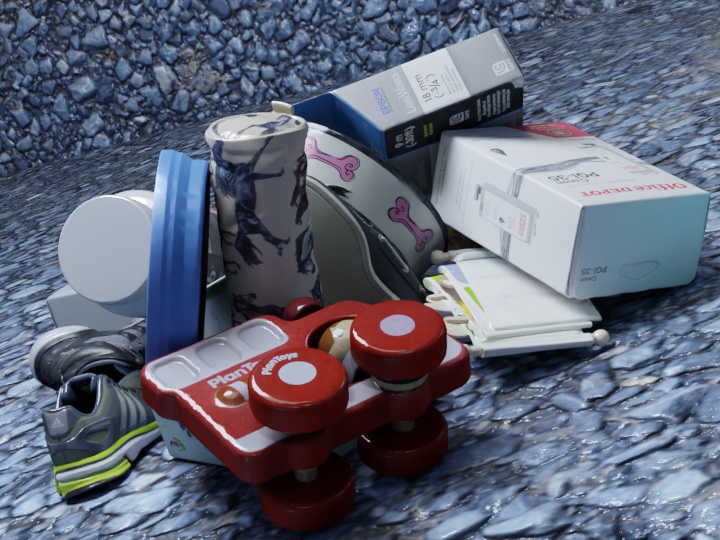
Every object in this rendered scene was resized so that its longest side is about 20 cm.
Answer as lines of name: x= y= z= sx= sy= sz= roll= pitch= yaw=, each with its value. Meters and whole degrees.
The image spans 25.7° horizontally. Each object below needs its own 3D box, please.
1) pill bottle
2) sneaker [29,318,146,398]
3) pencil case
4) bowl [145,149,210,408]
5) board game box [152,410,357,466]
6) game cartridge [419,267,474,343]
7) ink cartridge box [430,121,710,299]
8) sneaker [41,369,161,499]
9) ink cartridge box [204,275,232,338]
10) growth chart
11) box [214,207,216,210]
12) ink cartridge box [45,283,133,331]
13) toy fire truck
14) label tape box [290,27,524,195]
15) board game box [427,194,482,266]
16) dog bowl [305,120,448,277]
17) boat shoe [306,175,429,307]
pill bottle: x=-0.190 y=-0.013 z=1.444 sx=0.116 sy=0.116 sz=0.200 roll=-15 pitch=-7 yaw=15
sneaker: x=-0.211 y=0.089 z=1.524 sx=0.200 sy=0.076 sz=0.114 roll=-13 pitch=24 yaw=-21
pencil case: x=-0.067 y=-0.025 z=1.215 sx=0.078 sy=0.200 sz=0.089 roll=0 pitch=16 yaw=26
bowl: x=-0.139 y=0.008 z=1.219 sx=0.039 sy=0.201 sz=0.201 roll=3 pitch=12 yaw=-5
board game box: x=-0.055 y=0.101 z=1.263 sx=0.147 sy=0.064 sz=0.200 roll=-29 pitch=17 yaw=-34
game cartridge: x=0.090 y=0.028 z=1.419 sx=0.200 sy=0.041 sz=0.133 roll=-9 pitch=13 yaw=38
ink cartridge box: x=0.176 y=-0.056 z=1.342 sx=0.146 sy=0.083 sz=0.200 roll=-7 pitch=25 yaw=-32
sneaker: x=-0.217 y=0.120 z=1.365 sx=0.074 sy=0.081 sz=0.200 roll=-15 pitch=13 yaw=13
ink cartridge box: x=-0.106 y=0.032 z=1.386 sx=0.104 sy=0.059 sz=0.200 roll=-29 pitch=1 yaw=-33
growth chart: x=0.121 y=0.020 z=1.291 sx=0.145 sy=0.018 sz=0.200 roll=-2 pitch=25 yaw=-6
box: x=-0.130 y=-0.015 z=1.621 sx=0.200 sy=0.051 sz=0.158 roll=-32 pitch=-19 yaw=21
ink cartridge box: x=-0.236 y=0.021 z=1.792 sx=0.146 sy=0.083 sz=0.200 roll=-13 pitch=14 yaw=26
toy fire truck: x=-0.034 y=0.075 z=1.105 sx=0.200 sy=0.112 sz=0.168 roll=-25 pitch=40 yaw=-28
label tape box: x=0.045 y=-0.123 z=1.416 sx=0.200 sy=0.063 sz=0.144 roll=-22 pitch=-26 yaw=-5
board game box: x=0.075 y=-0.071 z=1.554 sx=0.200 sy=0.105 sz=0.103 roll=11 pitch=23 yaw=20
dog bowl: x=-0.024 y=-0.044 z=1.410 sx=0.200 sy=0.200 sz=0.074 roll=1 pitch=53 yaw=56
boat shoe: x=0.000 y=0.000 z=1.309 sx=0.073 sy=0.200 sz=0.063 roll=-34 pitch=8 yaw=26
